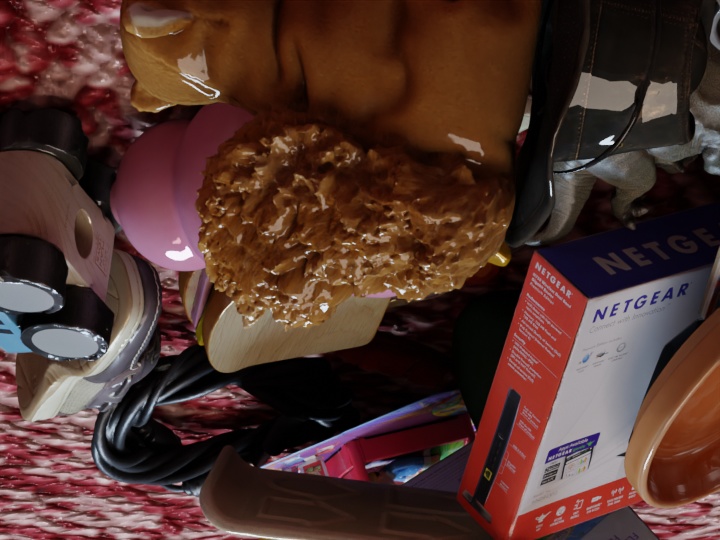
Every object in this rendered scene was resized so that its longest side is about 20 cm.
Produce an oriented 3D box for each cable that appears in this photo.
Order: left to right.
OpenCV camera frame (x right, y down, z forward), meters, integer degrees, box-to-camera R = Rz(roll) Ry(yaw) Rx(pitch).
[{"bbox_3d":[-0.085,0.095,1.774,0.163,0.051,0.200,-12,158,6],"label":"cable"}]

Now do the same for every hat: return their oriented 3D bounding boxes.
[{"bbox_3d":[0.076,0.027,1.731,0.166,0.176,0.200,-50,163,24],"label":"hat"},{"bbox_3d":[0.119,-0.099,1.273,0.081,0.201,0.201,7,154,-3],"label":"hat"}]

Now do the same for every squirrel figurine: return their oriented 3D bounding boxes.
[{"bbox_3d":[-0.021,-0.077,1.281,0.186,0.201,0.142,8,163,-3],"label":"squirrel figurine"}]

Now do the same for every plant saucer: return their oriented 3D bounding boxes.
[{"bbox_3d":[0.225,0.053,1.586,0.200,0.032,0.200,-33,154,-18],"label":"plant saucer"}]

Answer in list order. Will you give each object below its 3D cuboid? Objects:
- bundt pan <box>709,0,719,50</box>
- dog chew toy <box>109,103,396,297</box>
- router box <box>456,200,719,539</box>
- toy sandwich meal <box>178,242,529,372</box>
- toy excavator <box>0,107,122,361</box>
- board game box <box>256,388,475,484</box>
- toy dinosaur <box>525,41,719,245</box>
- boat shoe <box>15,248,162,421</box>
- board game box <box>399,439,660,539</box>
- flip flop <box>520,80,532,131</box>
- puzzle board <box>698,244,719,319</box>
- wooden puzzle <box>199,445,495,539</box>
[{"bbox_3d":[0.254,-0.162,1.315,0.201,0.076,0.202,-6,154,-3],"label":"bundt pan"},{"bbox_3d":[-0.037,-0.044,1.434,0.199,0.125,0.124,-6,158,27],"label":"dog chew toy"},{"bbox_3d":[0.162,0.054,1.616,0.200,0.049,0.180,-15,134,-37],"label":"router box"},{"bbox_3d":[0.000,0.000,1.587,0.205,0.070,0.205,-7,155,-3],"label":"toy sandwich meal"},{"bbox_3d":[-0.221,-0.002,1.512,0.199,0.100,0.195,-1,155,17],"label":"toy excavator"},{"bbox_3d":[0.019,0.130,1.848,0.200,0.039,0.158,-23,165,15],"label":"board game box"},{"bbox_3d":[0.156,-0.075,1.498,0.200,0.077,0.102,-16,142,27],"label":"toy dinosaur"},{"bbox_3d":[-0.146,0.037,1.628,0.065,0.072,0.200,-2,159,-24],"label":"boat shoe"},{"bbox_3d":[0.105,0.191,1.768,0.153,0.200,0.040,-30,139,-12],"label":"board game box"},{"bbox_3d":[0.095,-0.091,1.438,0.081,0.058,0.200,15,147,-40],"label":"flip flop"},{"bbox_3d":[0.249,-0.055,1.492,0.151,0.017,0.200,-39,162,-16],"label":"puzzle board"},{"bbox_3d":[0.005,0.157,1.678,0.199,0.046,0.185,12,-174,1],"label":"wooden puzzle"}]
